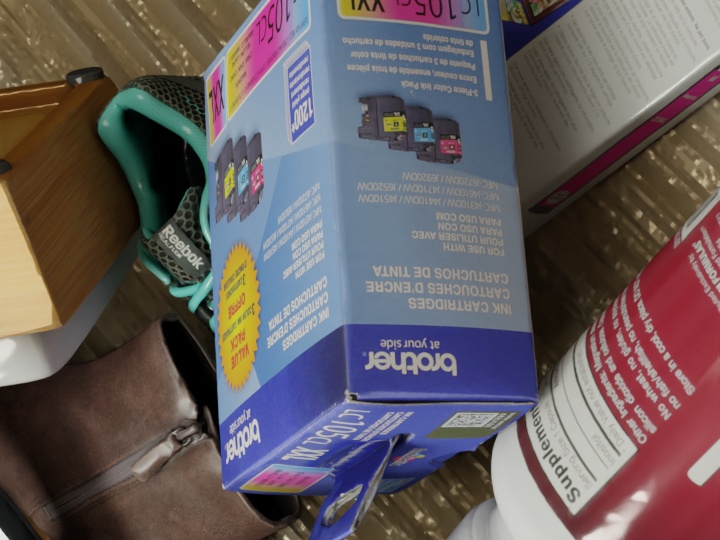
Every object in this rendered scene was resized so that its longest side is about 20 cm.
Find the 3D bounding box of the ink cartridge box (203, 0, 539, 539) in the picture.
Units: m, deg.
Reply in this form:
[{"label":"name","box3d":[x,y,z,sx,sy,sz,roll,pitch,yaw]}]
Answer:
[{"label":"ink cartridge box","box3d":[0.000,0.000,0.812,0.136,0.076,0.201,138,129,-62]}]

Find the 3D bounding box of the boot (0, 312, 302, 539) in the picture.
[{"label":"boot","box3d":[-0.115,0.055,0.947,0.201,0.072,0.166,56,134,9]}]

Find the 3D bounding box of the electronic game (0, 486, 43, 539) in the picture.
[{"label":"electronic game","box3d":[-0.173,0.128,0.960,0.200,0.042,0.201,35,147,26]}]

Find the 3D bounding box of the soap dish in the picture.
[{"label":"soap dish","box3d":[-0.172,-0.017,0.907,0.156,0.200,0.082,-7,107,10]}]

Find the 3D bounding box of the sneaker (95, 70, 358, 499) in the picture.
[{"label":"sneaker","box3d":[-0.050,0.003,0.908,0.078,0.091,0.201,-40,65,28]}]

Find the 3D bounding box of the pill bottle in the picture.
[{"label":"pill bottle","box3d":[0.118,0.058,0.767,0.200,0.113,0.113,-50,61,23]}]

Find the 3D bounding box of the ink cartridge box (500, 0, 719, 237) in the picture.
[{"label":"ink cartridge box","box3d":[0.102,-0.104,0.839,0.200,0.037,0.095,-39,64,30]}]
